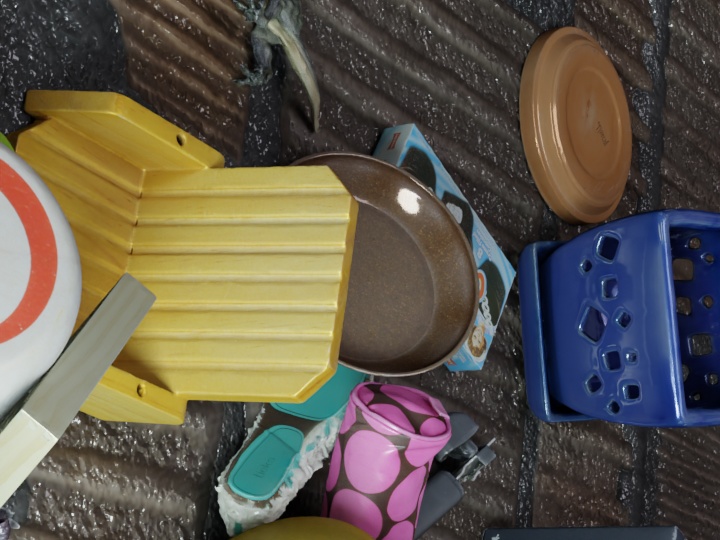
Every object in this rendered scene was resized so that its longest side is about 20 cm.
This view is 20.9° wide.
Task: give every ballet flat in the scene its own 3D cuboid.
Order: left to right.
[{"bbox_3d":[-0.054,0.134,1.508,0.200,0.072,0.072,-49,124,-44],"label":"ballet flat"}]

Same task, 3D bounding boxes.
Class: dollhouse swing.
[{"bbox_3d":[-0.127,-0.011,1.319,0.182,0.175,0.201,31,61,-49],"label":"dollhouse swing"}]

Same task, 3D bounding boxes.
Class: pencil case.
[{"bbox_3d":[0.015,0.185,1.503,0.093,0.091,0.200,4,116,-21],"label":"pencil case"}]

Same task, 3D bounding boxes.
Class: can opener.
[{"bbox_3d":[0.050,0.183,1.660,0.067,0.053,0.200,49,38,7],"label":"can opener"}]

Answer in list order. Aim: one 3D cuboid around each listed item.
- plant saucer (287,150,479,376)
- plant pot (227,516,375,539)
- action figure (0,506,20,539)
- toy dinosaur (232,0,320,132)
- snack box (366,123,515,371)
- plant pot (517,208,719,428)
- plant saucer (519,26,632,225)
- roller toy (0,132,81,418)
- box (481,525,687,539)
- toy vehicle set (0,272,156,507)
[{"bbox_3d":[0.000,0.000,1.556,0.200,0.037,0.201,14,57,-22],"label":"plant saucer"},{"bbox_3d":[-0.038,0.258,1.409,0.142,0.200,0.201,-55,129,-65],"label":"plant pot"},{"bbox_3d":[-0.269,0.152,1.187,0.130,0.069,0.200,37,51,-35],"label":"action figure"},{"bbox_3d":[-0.069,-0.192,1.545,0.088,0.047,0.201,-44,123,-56],"label":"toy dinosaur"},{"bbox_3d":[0.063,-0.017,1.706,0.200,0.037,0.116,52,46,-36],"label":"snack box"},{"bbox_3d":[0.261,0.051,1.852,0.200,0.179,0.201,0,85,-54],"label":"plant pot"},{"bbox_3d":[0.223,-0.146,1.959,0.200,0.032,0.201,11,76,-54],"label":"plant saucer"},{"bbox_3d":[-0.268,0.016,1.119,0.200,0.140,0.183,-21,77,-41],"label":"roller toy"},{"bbox_3d":[0.225,0.325,1.741,0.198,0.200,0.123,46,50,-39],"label":"box"},{"bbox_3d":[-0.193,0.087,1.162,0.026,0.124,0.200,39,23,-6],"label":"toy vehicle set"}]
